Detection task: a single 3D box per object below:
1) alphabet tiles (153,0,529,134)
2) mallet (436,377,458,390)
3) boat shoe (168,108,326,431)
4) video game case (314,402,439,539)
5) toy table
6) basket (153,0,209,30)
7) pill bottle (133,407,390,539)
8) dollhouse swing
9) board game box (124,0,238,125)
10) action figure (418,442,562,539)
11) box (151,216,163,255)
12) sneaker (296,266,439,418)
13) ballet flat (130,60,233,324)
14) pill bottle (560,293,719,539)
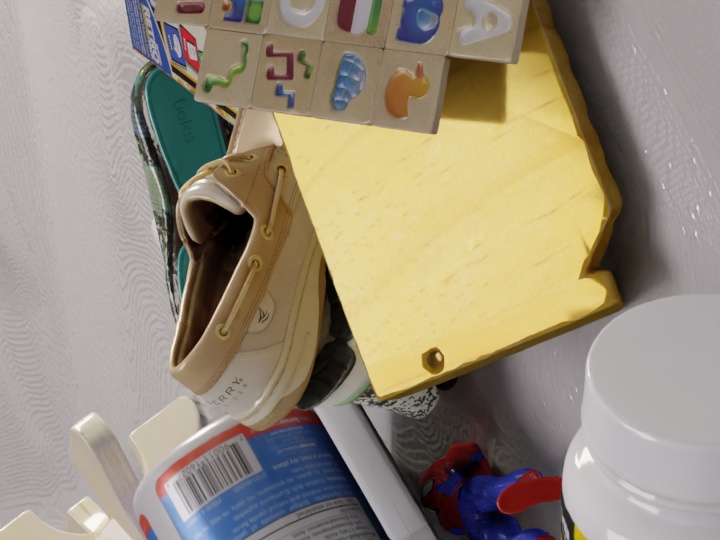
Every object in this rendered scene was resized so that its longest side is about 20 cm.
[{"bbox_3d":[-0.005,-0.148,1.272,0.199,0.006,0.167,10,88,37],"label":"alphabet tiles"},{"bbox_3d":[-0.007,0.005,1.575,0.200,0.041,0.066,31,139,55],"label":"mallet"},{"bbox_3d":[-0.055,-0.024,1.419,0.074,0.069,0.201,-36,40,44],"label":"boat shoe"},{"bbox_3d":[0.016,0.116,1.513,0.200,0.022,0.183,58,178,43],"label":"video game case"},{"bbox_3d":[-0.147,0.174,1.915,0.117,0.184,0.200,46,144,16],"label":"toy table"},{"bbox_3d":[-0.116,-0.222,1.424,0.143,0.149,0.200,-60,32,5],"label":"basket"},{"bbox_3d":[-0.025,0.176,1.505,0.201,0.112,0.112,59,157,21],"label":"pill bottle"},{"bbox_3d":[0.052,-0.060,1.357,0.181,0.176,0.201,-23,84,28],"label":"dollhouse swing"},{"bbox_3d":[-0.081,-0.167,1.593,0.200,0.046,0.152,40,143,56],"label":"board game box"},{"bbox_3d":[0.061,0.120,1.452,0.200,0.051,0.066,-170,60,-81],"label":"action figure"},{"bbox_3d":[-0.067,0.041,1.751,0.201,0.041,0.039,62,158,23],"label":"box"},{"bbox_3d":[0.000,0.000,1.478,0.077,0.088,0.201,-35,41,33],"label":"sneaker"},{"bbox_3d":[-0.089,-0.029,1.718,0.074,0.074,0.201,179,80,-69],"label":"ballet flat"},{"bbox_3d":[0.136,0.116,1.177,0.114,0.114,0.201,49,150,47],"label":"pill bottle"}]
